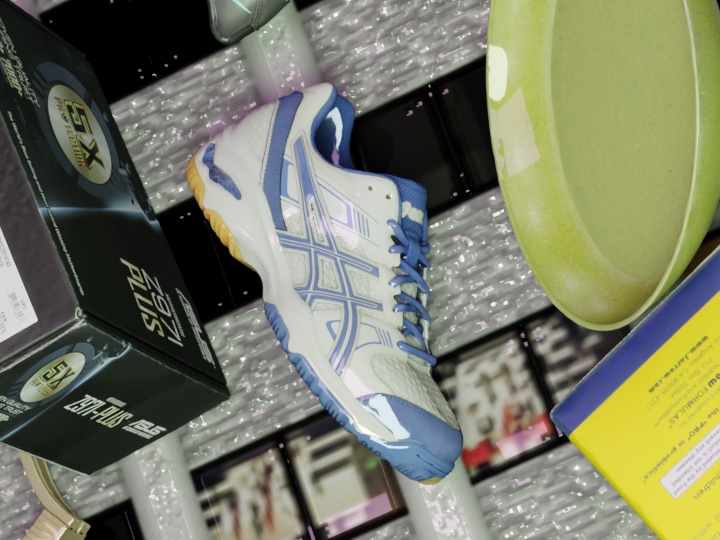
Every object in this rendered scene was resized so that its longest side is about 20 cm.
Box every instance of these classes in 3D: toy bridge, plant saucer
[{"bbox_3d":[-0.205,0.069,1.376,0.200,0.027,0.067,35,88,25],"label":"toy bridge"},{"bbox_3d":[0.107,-0.076,1.210,0.031,0.200,0.201,-5,70,-21],"label":"plant saucer"}]

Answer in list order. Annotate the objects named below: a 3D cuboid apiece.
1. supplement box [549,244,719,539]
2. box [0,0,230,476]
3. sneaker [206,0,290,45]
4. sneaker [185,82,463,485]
[{"bbox_3d":[0.192,0.101,1.173,0.110,0.109,0.200,-44,66,5],"label":"supplement box"},{"bbox_3d":[-0.160,-0.023,1.308,0.086,0.164,0.200,-29,67,11],"label":"box"},{"bbox_3d":[-0.103,-0.186,1.378,0.200,0.075,0.079,39,94,25],"label":"sneaker"},{"bbox_3d":[0.000,0.000,1.290,0.088,0.075,0.200,-36,68,8],"label":"sneaker"}]
